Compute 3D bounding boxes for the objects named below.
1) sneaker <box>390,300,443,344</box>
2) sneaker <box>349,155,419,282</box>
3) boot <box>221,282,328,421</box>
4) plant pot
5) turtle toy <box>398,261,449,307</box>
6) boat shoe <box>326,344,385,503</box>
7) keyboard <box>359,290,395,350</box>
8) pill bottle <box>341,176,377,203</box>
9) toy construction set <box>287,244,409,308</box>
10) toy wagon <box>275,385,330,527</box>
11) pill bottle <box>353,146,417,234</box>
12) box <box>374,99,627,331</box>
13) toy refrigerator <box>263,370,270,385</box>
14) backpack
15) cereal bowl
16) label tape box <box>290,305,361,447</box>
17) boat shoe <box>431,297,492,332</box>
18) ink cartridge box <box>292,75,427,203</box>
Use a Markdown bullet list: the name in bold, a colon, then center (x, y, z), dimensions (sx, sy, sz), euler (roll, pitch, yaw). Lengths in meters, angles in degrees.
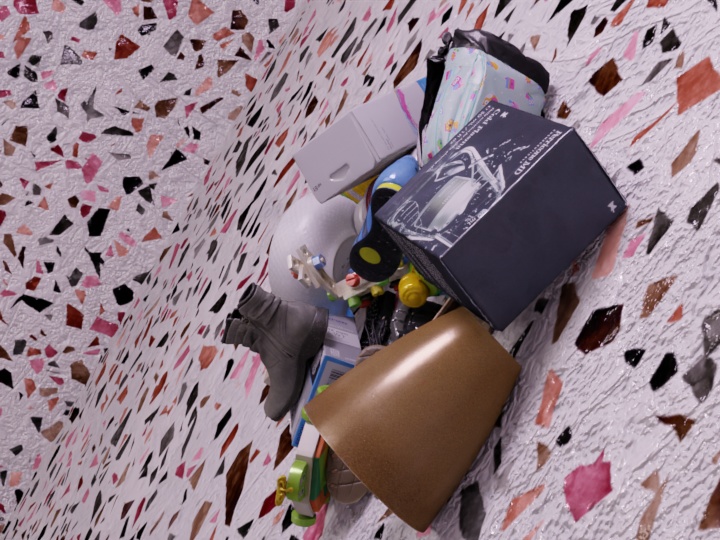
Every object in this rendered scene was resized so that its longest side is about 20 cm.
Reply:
- **sneaker**: center (0.062, 0.110, 1.528), dimensions (0.201, 0.074, 0.080), euler (-62, -17, -53)
- **sneaker**: center (0.038, -0.063, 1.563), dimensions (0.201, 0.065, 0.079), euler (109, -173, -51)
- **boot**: center (-0.131, 0.107, 1.687), dimensions (0.068, 0.129, 0.202), euler (-90, 21, -57)
- **plant pot**: center (0.073, 0.143, 1.331), dimensions (0.200, 0.186, 0.186), euler (-44, 19, 1)
- **turtle toy**: center (0.114, -0.046, 1.543), dimensions (0.147, 0.100, 0.202), euler (-81, 6, -53)
- **boat shoe**: center (0.009, 0.199, 1.570), dimensions (0.068, 0.071, 0.203), euler (69, -146, -70)
- **keyboard**: center (0.006, 0.107, 1.741), dimensions (0.104, 0.039, 0.202), euler (-41, 27, 47)
- **pill bottle**: center (0.041, -0.187, 1.969), dimensions (0.200, 0.110, 0.112), euler (-38, 29, 50)
- **toy construction set**: center (0.000, 0.000, 1.712), dimensions (0.198, 0.131, 0.094), euler (-10, 81, 31)
- **toy wagon**: center (-0.059, 0.242, 1.556), dimensions (0.200, 0.039, 0.157), euler (-47, -36, -69)
- **pill bottle**: center (0.073, -0.099, 1.748), dimensions (0.200, 0.111, 0.113), euler (-32, 33, 55)
- **box**: center (0.150, -0.066, 1.369), dimensions (0.200, 0.124, 0.196), euler (-44, 27, -4)
- **toy refrigerator**: center (-0.088, 0.094, 1.968), dimensions (0.076, 0.069, 0.202), euler (-50, 19, 48)
- **backpack**: center (0.157, -0.196, 1.612), dimensions (0.126, 0.165, 0.202), euler (3, 71, 64)
- **cereal bowl**: center (-0.040, -0.014, 1.837), dimensions (0.083, 0.200, 0.202), euler (10, 69, 41)
- **label tape box**: center (-0.052, 0.145, 1.740), dimensions (0.200, 0.065, 0.145), euler (-107, 35, -67)
- **boat shoe**: center (0.144, 0.017, 1.459), dimensions (0.201, 0.064, 0.071), euler (-60, 18, 5)
- **ink cartridge box**: center (0.023, -0.185, 1.731), dimensions (0.144, 0.085, 0.199), euler (-32, 0, 45)
